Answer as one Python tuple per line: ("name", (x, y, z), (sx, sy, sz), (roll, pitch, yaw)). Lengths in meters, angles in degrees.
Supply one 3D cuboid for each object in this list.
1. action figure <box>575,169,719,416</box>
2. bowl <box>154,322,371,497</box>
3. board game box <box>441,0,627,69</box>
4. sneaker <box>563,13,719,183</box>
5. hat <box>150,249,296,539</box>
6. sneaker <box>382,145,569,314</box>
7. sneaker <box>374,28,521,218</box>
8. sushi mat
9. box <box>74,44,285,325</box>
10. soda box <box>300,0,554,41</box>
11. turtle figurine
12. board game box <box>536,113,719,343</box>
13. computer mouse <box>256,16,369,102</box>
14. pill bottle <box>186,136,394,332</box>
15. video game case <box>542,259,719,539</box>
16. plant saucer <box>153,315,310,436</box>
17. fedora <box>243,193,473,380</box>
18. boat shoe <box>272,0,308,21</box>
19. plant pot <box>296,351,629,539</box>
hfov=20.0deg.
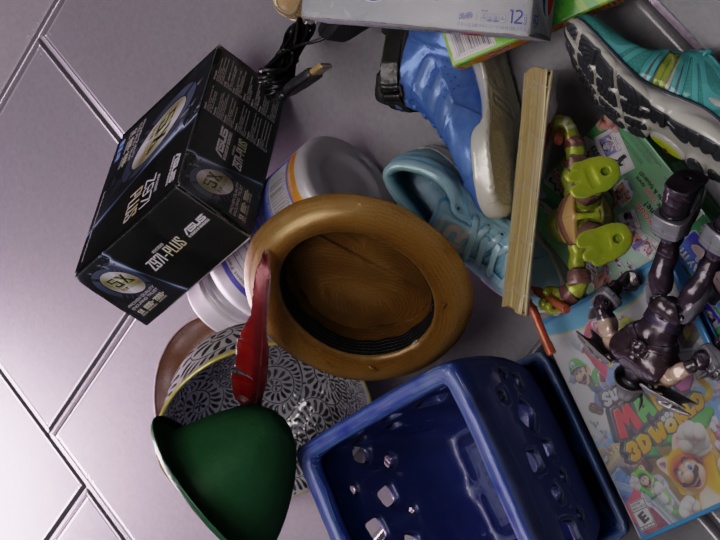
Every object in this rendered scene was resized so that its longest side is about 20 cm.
("action figure", (0.244, 0.025, 1.594), (0.130, 0.069, 0.201), (30, 116, 19))
("bowl", (-0.096, 0.111, 1.851), (0.201, 0.200, 0.094), (-59, 31, 30))
("board game box", (0.152, -0.244, 1.656), (0.199, 0.030, 0.096), (-21, 81, 23))
("sneaker", (0.246, -0.143, 1.611), (0.200, 0.080, 0.078), (37, 161, 20))
("hat", (-0.064, 0.133, 1.716), (0.176, 0.200, 0.166), (-40, 54, 6))
("sneaker", (0.092, -0.028, 1.746), (0.200, 0.082, 0.074), (41, 122, 24))
("sneaker", (0.072, -0.137, 1.741), (0.111, 0.077, 0.201), (-12, 88, 33))
("sushi mat", (0.136, -0.065, 1.659), (0.012, 0.096, 0.201), (5, 95, -4))
("box", (-0.162, -0.078, 1.858), (0.086, 0.201, 0.164), (35, 131, -22))
("soda box", (0.056, -0.227, 1.646), (0.199, 0.063, 0.069), (7, 94, 21))
("turtle figurine", (0.176, -0.032, 1.624), (0.064, 0.161, 0.201), (5, 87, -6))
("board game box", (0.233, -0.022, 1.671), (0.200, 0.029, 0.135), (54, 127, 16))
("computer mouse", (-0.012, -0.220, 1.744), (0.199, 0.141, 0.046), (-25, 115, 32))
("pill bottle", (-0.069, -0.024, 1.855), (0.200, 0.112, 0.112), (-40, 74, 37))
("video game case", (0.242, 0.104, 1.661), (0.143, 0.018, 0.201), (-31, 79, 38))
("plant saucer", (-0.119, 0.136, 1.978), (0.199, 0.032, 0.201), (10, 106, 36))
("fedora", (0.000, 0.000, 1.733), (0.199, 0.082, 0.201), (2, 126, 3))
("boat shoe", (-0.056, -0.317, 1.806), (0.071, 0.076, 0.201), (21, 113, 31))
("plant pot", (0.098, 0.186, 1.724), (0.200, 0.179, 0.201), (-32, 79, 38))
